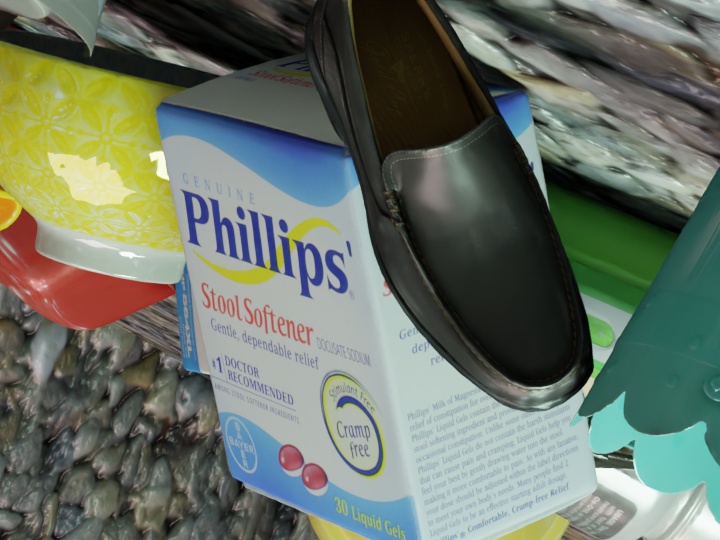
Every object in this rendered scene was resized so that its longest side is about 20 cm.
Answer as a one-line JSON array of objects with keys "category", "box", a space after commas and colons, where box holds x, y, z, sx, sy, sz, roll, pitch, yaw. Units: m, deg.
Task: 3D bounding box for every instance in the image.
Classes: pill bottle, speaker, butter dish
[{"category": "pill bottle", "box": [0.144, 0.100, 1.822, 0.199, 0.114, 0.114, 30, 173, -9]}, {"category": "speaker", "box": [0.118, 0.011, 1.413, 0.199, 0.089, 0.088, 24, 172, 31]}, {"category": "butter dish", "box": [-0.208, -0.034, 1.910, 0.200, 0.147, 0.200, 57, -177, 17]}]

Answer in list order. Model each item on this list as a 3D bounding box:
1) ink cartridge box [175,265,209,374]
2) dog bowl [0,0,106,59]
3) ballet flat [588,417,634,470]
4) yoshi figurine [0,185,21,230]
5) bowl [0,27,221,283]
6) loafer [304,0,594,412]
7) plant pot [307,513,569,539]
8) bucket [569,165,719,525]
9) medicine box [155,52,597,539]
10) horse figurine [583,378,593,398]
[{"category": "ink cartridge box", "box": [-0.019, 0.021, 1.778, 0.145, 0.085, 0.200, -4, -177, -17]}, {"category": "dog bowl", "box": [-0.205, -0.177, 1.422, 0.199, 0.059, 0.200, 28, 172, 4]}, {"category": "ballet flat", "box": [0.139, 0.088, 1.729, 0.199, 0.068, 0.068, 2, 160, -3]}, {"category": "yoshi figurine", "box": [-0.249, -0.124, 1.713, 0.112, 0.112, 0.200, -12, -135, -24]}, {"category": "bowl", "box": [-0.120, -0.054, 1.529, 0.199, 0.108, 0.200, 13, -174, -1]}, {"category": "loafer", "box": [0.033, -0.037, 1.164, 0.201, 0.073, 0.072, 60, 171, 15]}, {"category": "plant pot", "box": [0.060, 0.119, 1.964, 0.200, 0.202, 0.189, 28, 169, 2]}, {"category": "bucket", "box": [0.197, 0.045, 1.147, 0.206, 0.135, 0.207, 27, 174, 3]}, {"category": "medicine box", "box": [0.005, 0.011, 1.366, 0.182, 0.103, 0.201, 17, 123, 57]}, {"category": "horse figurine", "box": [0.115, 0.038, 1.633, 0.199, 0.050, 0.133, 30, -167, -14]}]
